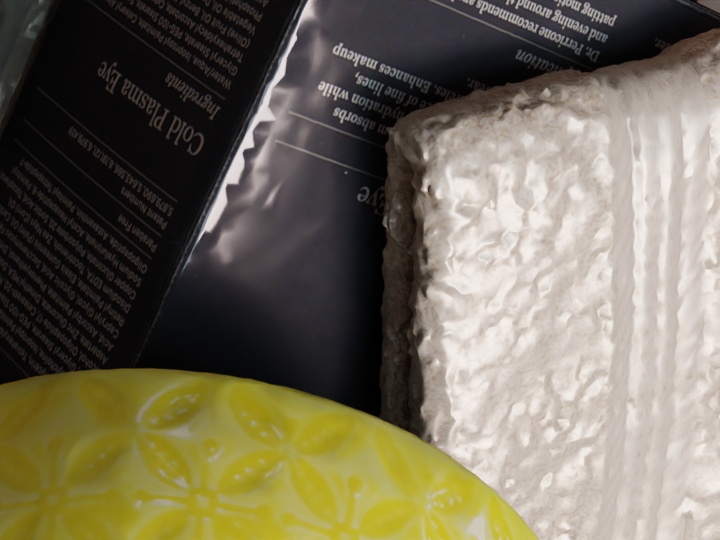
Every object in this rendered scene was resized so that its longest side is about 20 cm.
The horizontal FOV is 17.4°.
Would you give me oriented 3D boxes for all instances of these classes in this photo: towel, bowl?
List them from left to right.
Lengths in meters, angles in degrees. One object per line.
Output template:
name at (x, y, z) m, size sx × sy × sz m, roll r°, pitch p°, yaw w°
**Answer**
bowl at (-0.048, 0.130, 0.554) m, size 0.198 × 0.108 × 0.201 m, roll 2°, pitch 135°, yaw 2°
towel at (0.063, 0.038, 0.624) m, size 0.132 × 0.034 × 0.201 m, roll -17°, pitch 122°, yaw -29°

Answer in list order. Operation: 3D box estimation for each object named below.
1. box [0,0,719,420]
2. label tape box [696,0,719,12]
box at (0.008, -0.013, 0.650) m, size 0.199 × 0.104 × 0.183 m, roll 18°, pitch 101°, yaw -40°
label tape box at (0.170, -0.052, 0.830) m, size 0.143 × 0.066 × 0.201 m, roll 10°, pitch 106°, yaw -47°
